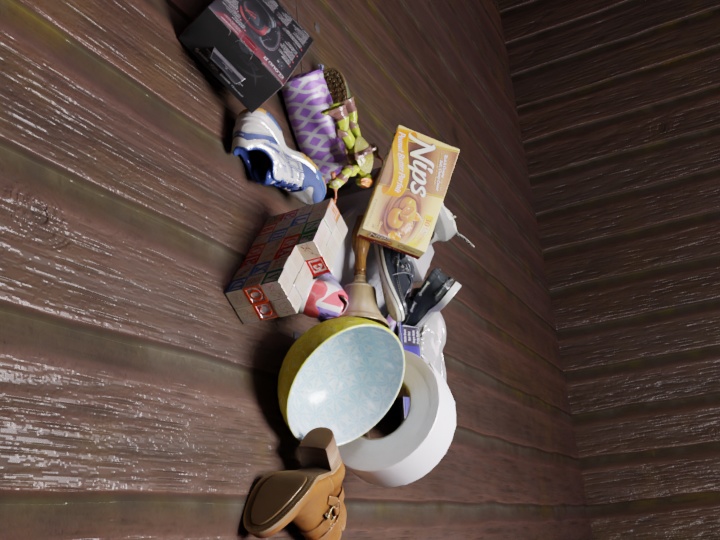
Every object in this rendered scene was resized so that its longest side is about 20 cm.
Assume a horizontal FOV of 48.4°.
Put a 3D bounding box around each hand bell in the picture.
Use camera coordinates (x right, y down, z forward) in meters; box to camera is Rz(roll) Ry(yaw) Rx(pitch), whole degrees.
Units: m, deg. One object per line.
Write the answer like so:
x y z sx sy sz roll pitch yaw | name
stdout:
0.000 0.000 1.353 0.104 0.104 0.201 39 48 -55 | hand bell

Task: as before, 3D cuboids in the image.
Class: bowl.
-0.044 0.143 1.160 0.108 0.200 0.200 38 -13 48 | bowl

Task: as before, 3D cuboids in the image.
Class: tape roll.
0.043 0.223 1.228 0.071 0.202 0.203 50 34 -45 | tape roll

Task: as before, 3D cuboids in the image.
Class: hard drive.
-0.008 0.007 1.416 0.132 0.025 0.200 -46 121 -44 | hard drive

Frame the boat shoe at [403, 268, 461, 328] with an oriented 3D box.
0.119 0.053 1.458 0.060 0.200 0.076 42 56 3 | boat shoe

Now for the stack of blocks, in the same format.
-0.101 -0.016 1.143 0.059 0.115 0.200 63 27 -27 | stack of blocks

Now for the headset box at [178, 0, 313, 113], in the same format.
-0.166 -0.336 1.176 0.149 0.075 0.200 44 34 -19 | headset box

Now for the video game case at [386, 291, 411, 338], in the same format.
0.057 0.119 1.467 0.200 0.019 0.143 -57 160 -59 | video game case

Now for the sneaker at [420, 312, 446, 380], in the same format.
0.128 0.155 1.641 0.088 0.075 0.201 7 71 -53 | sneaker

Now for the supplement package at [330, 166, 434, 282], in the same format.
0.043 -0.079 1.503 0.200 0.119 0.121 67 24 -20 | supplement package

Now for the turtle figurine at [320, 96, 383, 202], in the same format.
-0.013 -0.197 1.329 0.200 0.064 0.162 -43 119 -48 | turtle figurine

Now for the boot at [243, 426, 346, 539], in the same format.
-0.073 0.328 1.073 0.200 0.073 0.155 -42 130 -49 | boot

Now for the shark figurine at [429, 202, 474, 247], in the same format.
0.130 -0.084 1.462 0.128 0.089 0.215 50 -1 29 | shark figurine

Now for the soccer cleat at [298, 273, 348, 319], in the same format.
-0.050 0.044 1.225 0.200 0.073 0.068 -11 122 -83 | soccer cleat

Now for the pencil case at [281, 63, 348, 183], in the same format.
-0.075 -0.248 1.386 0.086 0.084 0.201 -95 168 -79 | pencil case

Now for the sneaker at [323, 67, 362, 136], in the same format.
-0.037 -0.273 1.512 0.090 0.067 0.201 27 53 -70 | sneaker

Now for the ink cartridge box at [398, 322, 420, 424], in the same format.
0.092 0.210 1.455 0.200 0.040 0.200 85 3 -64 | ink cartridge box

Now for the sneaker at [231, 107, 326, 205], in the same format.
-0.130 -0.152 1.225 0.200 0.075 0.088 44 45 -37 | sneaker

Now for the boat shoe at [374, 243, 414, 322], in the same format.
0.063 0.008 1.366 0.200 0.062 0.075 -98 179 -52 | boat shoe

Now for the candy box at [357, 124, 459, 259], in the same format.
0.082 -0.133 1.359 0.055 0.115 0.201 128 -18 -72 | candy box
